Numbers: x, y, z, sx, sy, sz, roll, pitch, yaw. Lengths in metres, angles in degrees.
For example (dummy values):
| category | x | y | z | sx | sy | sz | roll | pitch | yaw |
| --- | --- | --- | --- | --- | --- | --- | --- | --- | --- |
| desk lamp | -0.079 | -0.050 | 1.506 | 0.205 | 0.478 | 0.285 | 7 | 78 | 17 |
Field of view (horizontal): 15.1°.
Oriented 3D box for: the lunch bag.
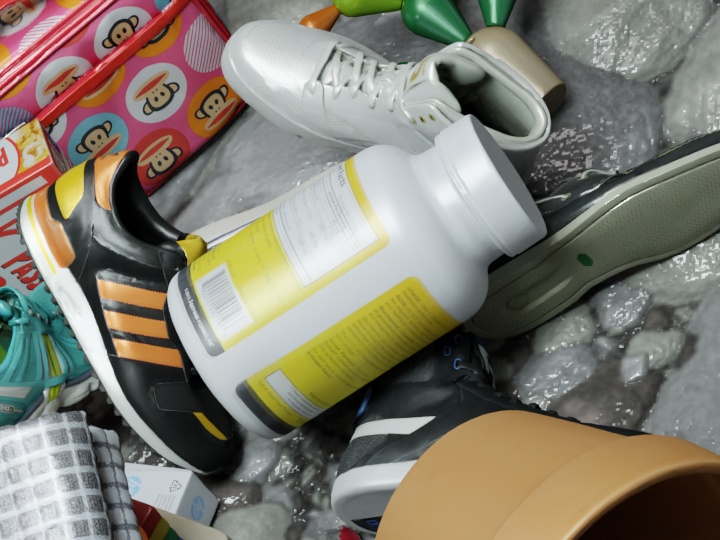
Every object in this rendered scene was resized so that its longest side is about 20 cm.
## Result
| category | x | y | z | sx | sy | sz | roll | pitch | yaw |
| --- | --- | --- | --- | --- | --- | --- | --- | --- | --- |
| lunch bag | -0.183 | -0.121 | 1.739 | 0.200 | 0.176 | 0.082 | -41 | 46 | -4 |

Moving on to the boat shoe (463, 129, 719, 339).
| category | x | y | z | sx | sy | sz | roll | pitch | yaw |
| --- | --- | --- | --- | --- | --- | --- | --- | --- | --- |
| boat shoe | 0.140 | -0.035 | 1.566 | 0.200 | 0.072 | 0.068 | -28 | 47 | 12 |

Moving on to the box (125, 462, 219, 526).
| category | x | y | z | sx | sy | sz | roll | pitch | yaw |
| --- | --- | --- | --- | --- | --- | --- | --- | --- | --- |
| box | -0.199 | 0.184 | 1.607 | 0.200 | 0.041 | 0.156 | 2 | 58 | 32 |

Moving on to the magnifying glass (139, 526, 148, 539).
| category | x | y | z | sx | sy | sz | roll | pitch | yaw |
| --- | --- | --- | --- | --- | --- | --- | --- | --- | --- |
| magnifying glass | -0.208 | 0.172 | 1.485 | 0.200 | 0.022 | 0.080 | -14 | 54 | 19 |

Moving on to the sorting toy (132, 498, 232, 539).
| category | x | y | z | sx | sy | sz | roll | pitch | yaw |
| --- | --- | --- | --- | --- | --- | --- | --- | --- | --- |
| sorting toy | -0.203 | 0.198 | 1.525 | 0.200 | 0.070 | 0.199 | 16 | 67 | 36 |

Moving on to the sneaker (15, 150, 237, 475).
| category | x | y | z | sx | sy | sz | roll | pitch | yaw |
| --- | --- | --- | --- | --- | --- | --- | --- | --- | --- |
| sneaker | -0.117 | 0.023 | 1.593 | 0.090 | 0.070 | 0.200 | -33 | 90 | 21 |

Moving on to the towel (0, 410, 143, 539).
| category | x | y | z | sx | sy | sz | roll | pitch | yaw |
| --- | --- | --- | --- | --- | --- | --- | --- | --- | --- |
| towel | -0.208 | 0.181 | 1.418 | 0.200 | 0.086 | 0.166 | -22 | 69 | 14 |

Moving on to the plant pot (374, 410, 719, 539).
| category | x | y | z | sx | sy | sz | roll | pitch | yaw |
| --- | --- | --- | --- | --- | --- | --- | --- | --- | --- |
| plant pot | 0.099 | 0.160 | 1.359 | 0.200 | 0.200 | 0.140 | -48 | 42 | -11 |

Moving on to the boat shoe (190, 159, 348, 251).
| category | x | y | z | sx | sy | sz | roll | pitch | yaw |
| --- | --- | --- | --- | --- | --- | --- | --- | --- | --- |
| boat shoe | -0.052 | 0.012 | 1.632 | 0.200 | 0.075 | 0.093 | -32 | 42 | 5 |

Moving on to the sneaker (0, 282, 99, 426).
| category | x | y | z | sx | sy | sz | roll | pitch | yaw |
| --- | --- | --- | --- | --- | --- | --- | --- | --- | --- |
| sneaker | -0.198 | 0.045 | 1.585 | 0.077 | 0.080 | 0.200 | 3 | 24 | 16 |

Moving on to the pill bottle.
| category | x | y | z | sx | sy | sz | roll | pitch | yaw |
| --- | --- | --- | --- | --- | --- | --- | --- | --- | --- |
| pill bottle | 0.000 | 0.000 | 1.523 | 0.200 | 0.112 | 0.112 | -32 | 46 | 10 |

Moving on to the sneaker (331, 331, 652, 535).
| category | x | y | z | sx | sy | sz | roll | pitch | yaw |
| --- | --- | --- | --- | --- | --- | --- | --- | --- | --- |
| sneaker | 0.080 | 0.080 | 1.509 | 0.200 | 0.073 | 0.112 | -7 | 52 | 25 |

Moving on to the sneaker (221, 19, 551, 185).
| category | x | y | z | sx | sy | sz | roll | pitch | yaw |
| --- | --- | --- | --- | --- | --- | --- | --- | --- | --- |
| sneaker | 0.019 | -0.112 | 1.595 | 0.200 | 0.116 | 0.074 | 25 | 65 | -1 |

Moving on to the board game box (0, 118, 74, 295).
| category | x | y | z | sx | sy | sz | roll | pitch | yaw |
| --- | --- | --- | --- | --- | --- | --- | --- | --- | --- |
| board game box | -0.244 | 0.012 | 1.688 | 0.200 | 0.152 | 0.046 | -31 | 46 | 6 |

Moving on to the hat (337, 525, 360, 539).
| category | x | y | z | sx | sy | sz | roll | pitch | yaw |
| --- | --- | --- | --- | --- | --- | --- | --- | --- | --- |
| hat | 0.023 | 0.250 | 1.447 | 0.166 | 0.176 | 0.200 | -4 | 95 | 31 |

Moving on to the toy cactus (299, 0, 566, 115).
| category | x | y | z | sx | sy | sz | roll | pitch | yaw |
| --- | --- | --- | --- | --- | --- | --- | --- | --- | --- |
| toy cactus | 0.056 | -0.143 | 1.699 | 0.165 | 0.102 | 0.200 | 39 | 77 | 23 |
